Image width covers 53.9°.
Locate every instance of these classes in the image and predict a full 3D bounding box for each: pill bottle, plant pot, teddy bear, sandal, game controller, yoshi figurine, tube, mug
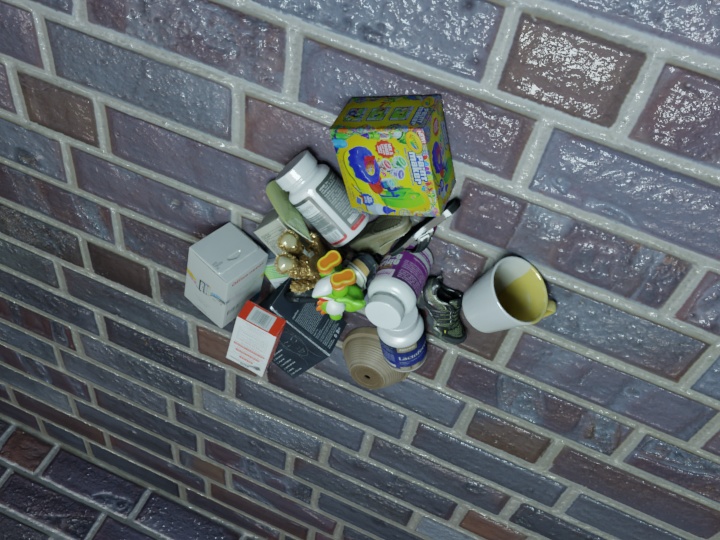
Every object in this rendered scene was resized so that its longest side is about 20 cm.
[{"bbox_3d":[-0.083,-0.157,1.540,0.114,0.114,0.200,-25,116,43],"label":"pill bottle"},{"bbox_3d":[0.034,0.254,1.907,0.200,0.093,0.201,16,139,15],"label":"plant pot"},{"bbox_3d":[0.082,0.030,1.570,0.112,0.200,0.113,15,137,14],"label":"pill bottle"},{"bbox_3d":[-0.126,-0.016,1.576,0.067,0.200,0.146,-13,82,32],"label":"teddy bear"},{"bbox_3d":[0.139,-0.076,1.502,0.200,0.075,0.048,-36,100,33],"label":"sandal"},{"bbox_3d":[-0.086,0.058,1.736,0.199,0.042,0.104,1,178,-19],"label":"game controller"},{"bbox_3d":[-0.037,0.037,1.545,0.111,0.113,0.200,13,150,6],"label":"yoshi figurine"},{"bbox_3d":[-0.162,-0.133,1.559,0.058,0.200,0.052,-8,127,-20],"label":"tube"},{"bbox_3d":[0.101,0.155,1.725,0.115,0.116,0.200,12,149,18],"label":"pill bottle"},{"bbox_3d":[0.313,0.078,1.541,0.187,0.150,0.153,44,145,-7],"label":"mug"}]

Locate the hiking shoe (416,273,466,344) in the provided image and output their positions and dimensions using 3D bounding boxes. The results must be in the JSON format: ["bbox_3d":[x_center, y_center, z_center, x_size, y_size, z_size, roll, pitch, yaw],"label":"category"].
[{"bbox_3d":[0.205,0.096,1.664,0.100,0.076,0.200,-16,121,43],"label":"hiking shoe"}]

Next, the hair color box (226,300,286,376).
[{"bbox_3d":[-0.264,0.174,1.781,0.111,0.064,0.200,28,138,2],"label":"hair color box"}]

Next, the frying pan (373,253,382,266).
[{"bbox_3d":[0.088,0.028,1.700,0.114,0.031,0.191,7,137,22],"label":"frying pan"}]

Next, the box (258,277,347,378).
[{"bbox_3d":[-0.178,0.153,1.847,0.196,0.124,0.200,39,139,-13],"label":"box"}]

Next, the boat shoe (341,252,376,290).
[{"bbox_3d":[0.000,0.000,1.625,0.075,0.062,0.200,45,171,2],"label":"boat shoe"}]

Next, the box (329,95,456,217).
[{"bbox_3d":[0.068,-0.223,1.385,0.192,0.122,0.201,4,133,25],"label":"box"}]

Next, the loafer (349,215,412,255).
[{"bbox_3d":[0.054,-0.081,1.576,0.067,0.076,0.200,38,152,-22],"label":"loafer"}]

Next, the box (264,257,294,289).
[{"bbox_3d":[-0.152,0.045,1.844,0.144,0.036,0.200,-8,128,35],"label":"box"}]

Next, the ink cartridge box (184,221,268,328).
[{"bbox_3d":[-0.345,0.011,1.811,0.144,0.147,0.200,39,141,14],"label":"ink cartridge box"}]

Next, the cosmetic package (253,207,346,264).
[{"bbox_3d":[-0.142,-0.064,1.688,0.103,0.087,0.200,-20,121,43],"label":"cosmetic package"}]
